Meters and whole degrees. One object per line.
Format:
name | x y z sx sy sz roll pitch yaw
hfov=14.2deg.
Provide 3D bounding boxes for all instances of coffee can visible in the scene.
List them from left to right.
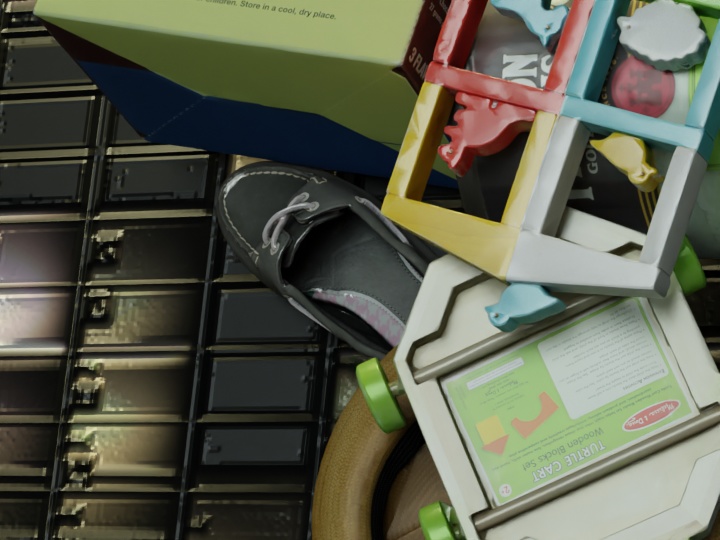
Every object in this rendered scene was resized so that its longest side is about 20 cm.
coffee can | 0.156 -0.077 1.301 0.199 0.146 0.147 -1 71 22

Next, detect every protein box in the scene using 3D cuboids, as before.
protein box | -0.016 -0.167 1.401 0.198 0.135 0.201 10 70 25

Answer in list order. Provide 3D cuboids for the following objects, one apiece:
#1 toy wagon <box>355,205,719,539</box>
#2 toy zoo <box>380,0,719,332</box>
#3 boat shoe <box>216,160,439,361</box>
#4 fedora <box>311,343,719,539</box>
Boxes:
toy wagon | 0.095 0.076 1.236 0.155 0.040 0.201 -25 76 4
toy zoo | 0.089 -0.071 1.233 0.131 0.020 0.201 16 83 24
boat shoe | 0.000 0.000 1.388 0.200 0.057 0.067 37 88 28
fedora | 0.079 0.111 1.298 0.199 0.082 0.202 -3 73 10
